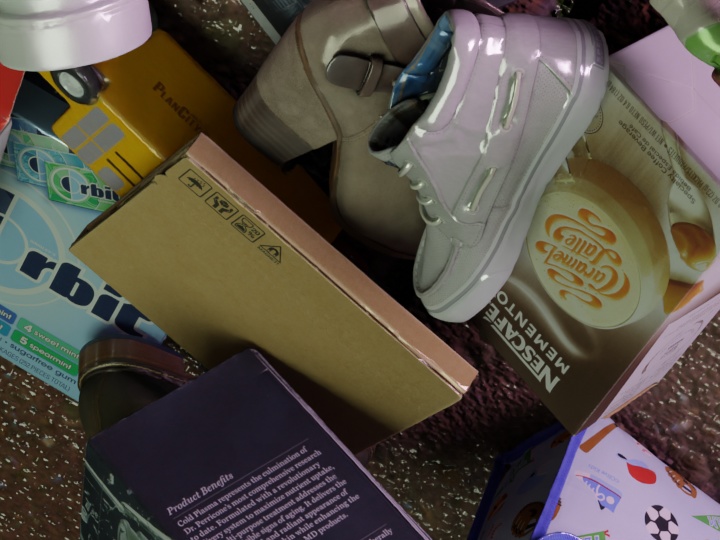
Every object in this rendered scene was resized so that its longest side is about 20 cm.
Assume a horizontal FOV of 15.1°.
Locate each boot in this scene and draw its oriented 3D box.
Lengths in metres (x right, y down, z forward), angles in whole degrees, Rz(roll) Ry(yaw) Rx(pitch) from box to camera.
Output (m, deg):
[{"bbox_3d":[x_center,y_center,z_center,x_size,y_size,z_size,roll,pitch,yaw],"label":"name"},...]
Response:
[{"bbox_3d":[0.035,-0.082,1.440,0.146,0.071,0.199,-30,140,32],"label":"boot"},{"bbox_3d":[-0.083,0.115,1.646,0.199,0.097,0.075,18,138,-20],"label":"boot"},{"bbox_3d":[0.044,-0.056,1.384,0.095,0.074,0.201,8,132,-22],"label":"boot"}]

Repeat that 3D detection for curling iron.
[{"bbox_3d":[0.000,0.000,1.577,0.049,0.026,0.201,-5,128,43],"label":"curling iron"}]

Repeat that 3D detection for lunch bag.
[{"bbox_3d":[0.142,0.202,1.574,0.170,0.201,0.124,37,136,-10],"label":"lunch bag"}]

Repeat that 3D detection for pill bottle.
[{"bbox_3d":[-0.162,-0.208,1.365,0.110,0.111,0.202,1,114,25],"label":"pill bottle"}]

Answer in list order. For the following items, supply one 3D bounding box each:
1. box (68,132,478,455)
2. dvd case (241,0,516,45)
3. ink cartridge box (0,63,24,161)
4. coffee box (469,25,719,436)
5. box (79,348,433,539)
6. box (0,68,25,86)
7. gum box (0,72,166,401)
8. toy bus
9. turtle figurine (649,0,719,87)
[{"bbox_3d":[-0.052,0.022,1.489,0.200,0.021,0.163,41,148,-12],"label":"box"},{"bbox_3d":[-0.026,-0.197,1.409,0.150,0.025,0.200,-20,120,37],"label":"dvd case"},{"bbox_3d":[-0.271,-0.099,1.507,0.161,0.050,0.201,37,139,11],"label":"ink cartridge box"},{"bbox_3d":[0.142,-0.020,1.428,0.114,0.079,0.200,48,138,15],"label":"coffee box"},{"bbox_3d":[-0.054,0.190,1.506,0.197,0.123,0.201,47,148,27],"label":"box"},{"bbox_3d":[-0.286,-0.134,1.553,0.200,0.036,0.143,39,137,7],"label":"box"},{"bbox_3d":[-0.181,-0.017,1.638,0.169,0.045,0.200,31,135,-3],"label":"gum box"},{"bbox_3d":[-0.102,-0.068,1.511,0.200,0.065,0.078,44,149,-8],"label":"toy bus"},{"bbox_3d":[0.241,-0.084,1.286,0.199,0.144,0.195,-33,84,7],"label":"turtle figurine"}]
